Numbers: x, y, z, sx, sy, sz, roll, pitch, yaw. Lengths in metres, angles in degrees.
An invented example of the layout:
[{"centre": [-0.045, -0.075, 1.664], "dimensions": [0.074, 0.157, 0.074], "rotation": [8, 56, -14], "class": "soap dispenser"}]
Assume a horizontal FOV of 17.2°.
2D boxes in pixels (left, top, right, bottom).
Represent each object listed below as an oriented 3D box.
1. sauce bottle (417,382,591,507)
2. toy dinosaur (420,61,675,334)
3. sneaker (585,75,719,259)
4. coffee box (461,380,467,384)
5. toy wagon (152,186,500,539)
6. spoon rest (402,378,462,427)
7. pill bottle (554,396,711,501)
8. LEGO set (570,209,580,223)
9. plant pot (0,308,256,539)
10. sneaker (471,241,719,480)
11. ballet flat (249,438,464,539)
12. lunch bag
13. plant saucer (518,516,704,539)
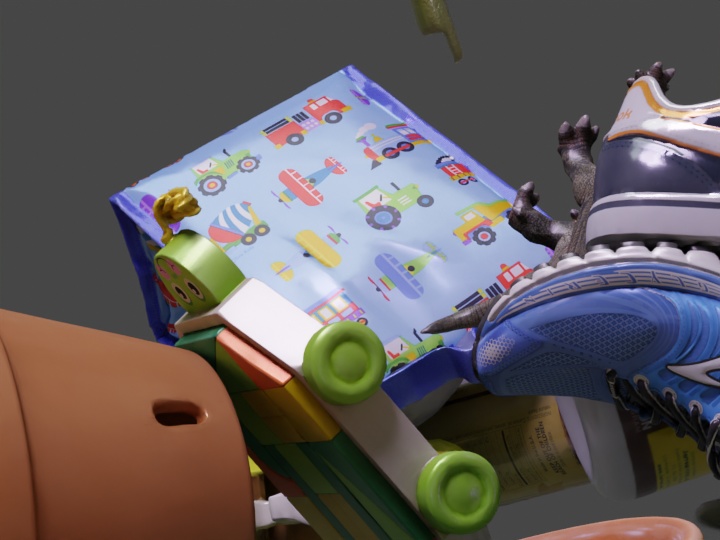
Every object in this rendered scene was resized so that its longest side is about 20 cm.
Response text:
[{"centre": [0.044, 0.091, 1.183], "dimensions": [0.199, 0.066, 0.066], "rotation": [-17, 2, 33], "class": "sauce bottle"}, {"centre": [0.118, -0.017, 0.983], "dimensions": [0.199, 0.102, 0.077], "rotation": [-22, -41, -7], "class": "toy dinosaur"}, {"centre": [0.189, -0.035, 0.908], "dimensions": [0.199, 0.080, 0.078], "rotation": [7, -18, 7], "class": "sneaker"}, {"centre": [-0.013, 0.096, 1.379], "dimensions": [0.113, 0.080, 0.200], "rotation": [-17, 3, 40], "class": "coffee box"}, {"centre": [-0.026, 0.053, 0.979], "dimensions": [0.040, 0.200, 0.155], "rotation": [-45, 10, -19], "class": "toy wagon"}, {"centre": [-0.011, 0.042, 1.198], "dimensions": [0.099, 0.061, 0.200], "rotation": [-33, 16, -18], "class": "spoon rest"}, {"centre": [0.183, 0.022, 1.056], "dimensions": [0.199, 0.110, 0.109], "rotation": [-19, 2, -2], "class": "pill bottle"}, {"centre": [0.147, 0.019, 1.266], "dimensions": [0.199, 0.116, 0.154], "rotation": [-20, -3, 1], "class": "LEGO set"}, {"centre": [-0.129, 0.103, 0.945], "dimensions": [0.139, 0.201, 0.200], "rotation": [-1, -6, -24], "class": "plant pot"}, {"centre": [0.136, 0.042, 0.896], "dimensions": [0.199, 0.090, 0.079], "rotation": [1, -20, 20], "class": "sneaker"}, {"centre": [-0.037, 0.117, 1.136], "dimensions": [0.199, 0.067, 0.067], "rotation": [-15, -11, 31], "class": "ballet flat"}, {"centre": [0.000, 0.000, 1.141], "dimensions": [0.150, 0.094, 0.200], "rotation": [-31, 37, -22], "class": "lunch bag"}, {"centre": [0.017, 0.128, 0.743], "dimensions": [0.199, 0.038, 0.200], "rotation": [-20, 2, 1], "class": "plant saucer"}]
